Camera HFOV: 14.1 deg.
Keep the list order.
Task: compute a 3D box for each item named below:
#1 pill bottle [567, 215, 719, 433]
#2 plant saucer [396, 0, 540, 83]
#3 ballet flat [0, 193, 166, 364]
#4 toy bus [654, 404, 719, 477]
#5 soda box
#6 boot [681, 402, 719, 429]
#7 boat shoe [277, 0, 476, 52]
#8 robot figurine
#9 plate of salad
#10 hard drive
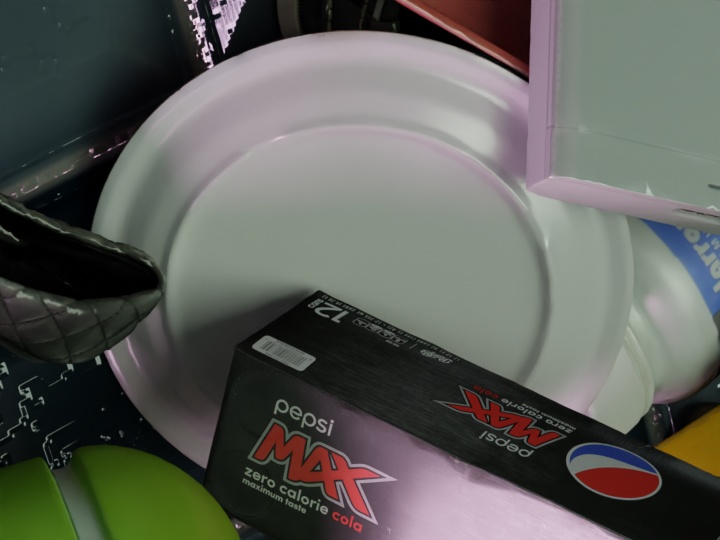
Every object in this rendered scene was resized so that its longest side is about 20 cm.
[{"bbox_3d":[0.126,-0.019,1.165,0.200,0.114,0.114,-42,122,-23],"label":"pill bottle"},{"bbox_3d":[0.048,-0.170,1.063,0.200,0.037,0.200,29,65,-20],"label":"plant saucer"},{"bbox_3d":[-0.147,-0.026,0.978,0.057,0.066,0.200,-32,140,25],"label":"ballet flat"},{"bbox_3d":[0.132,0.100,1.153,0.078,0.200,0.065,58,28,8],"label":"toy bus"},{"bbox_3d":[0.047,0.084,1.004,0.063,0.200,0.071,-33,143,-55],"label":"soda box"},{"bbox_3d":[0.190,0.162,1.227,0.077,0.155,0.200,20,87,-49],"label":"boot"},{"bbox_3d":[0.064,-0.126,1.123,0.200,0.068,0.072,-29,115,-31],"label":"boat shoe"},{"bbox_3d":[-0.124,0.128,0.984,0.200,0.175,0.116,-18,91,-10],"label":"robot figurine"},{"bbox_3d":[0.000,0.000,1.069,0.200,0.048,0.200,0,119,1],"label":"plate of salad"},{"bbox_3d":[0.124,-0.114,1.055,0.132,0.026,0.200,11,72,-26],"label":"hard drive"}]
